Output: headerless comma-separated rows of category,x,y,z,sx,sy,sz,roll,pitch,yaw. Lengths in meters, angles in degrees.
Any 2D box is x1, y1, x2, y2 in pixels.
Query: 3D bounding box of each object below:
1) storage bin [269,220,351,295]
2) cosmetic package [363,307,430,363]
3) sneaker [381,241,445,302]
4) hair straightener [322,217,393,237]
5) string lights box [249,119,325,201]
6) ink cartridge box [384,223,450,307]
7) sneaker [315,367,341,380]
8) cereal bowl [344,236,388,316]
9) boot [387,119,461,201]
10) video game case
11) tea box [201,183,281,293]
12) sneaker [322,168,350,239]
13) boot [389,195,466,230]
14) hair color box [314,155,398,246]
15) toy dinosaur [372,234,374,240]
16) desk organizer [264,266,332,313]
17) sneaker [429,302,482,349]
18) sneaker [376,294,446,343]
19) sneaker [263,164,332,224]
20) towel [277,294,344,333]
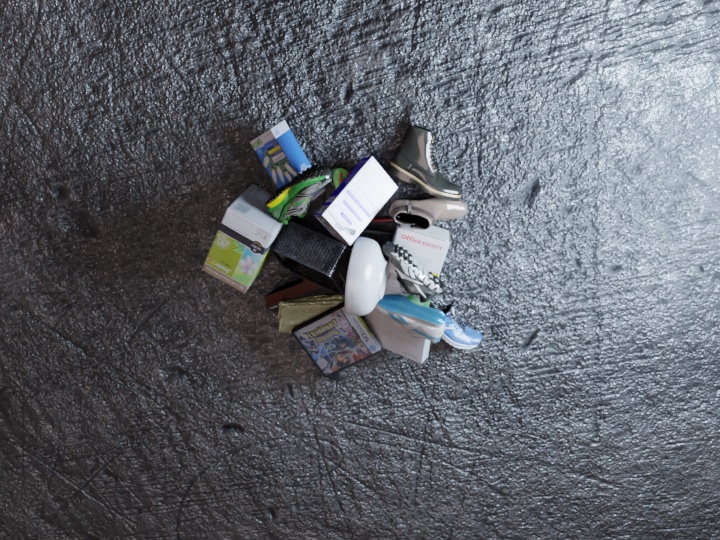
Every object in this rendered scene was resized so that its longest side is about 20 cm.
storage bin,-0.119,-0.032,1.417,0.197,0.095,0.136,24,164,22
cosmetic package,0.103,0.152,1.525,0.197,0.051,0.154,20,117,26
sneaker,0.119,0.013,1.391,0.199,0.067,0.091,39,112,-13
hair straightener,-0.007,-0.098,1.460,0.195,0.041,0.079,-1,96,10
string lights box,-0.184,-0.266,1.390,0.102,0.059,0.202,-12,115,47
ink cartridge box,0.143,-0.023,1.456,0.142,0.088,0.203,16,118,1
sneaker,-0.052,0.261,1.630,0.196,0.076,0.116,-6,120,11
cereal bowl,0.021,0.020,1.382,0.082,0.201,0.204,10,116,10
boot,0.180,-0.268,1.347,0.197,0.078,0.140,23,111,-3
video game case,-0.066,0.196,1.534,0.198,0.026,0.182,-27,112,18
tea box,-0.292,-0.086,1.432,0.132,0.201,0.199,28,115,-5
sneaker,-0.054,-0.163,1.426,0.083,0.076,0.205,7,102,48
boot,0.169,-0.140,1.364,0.195,0.147,0.072,4,114,7
hair color box,-0.010,-0.173,1.360,0.109,0.065,0.201,45,75,-22
toy dinosaur,0.000,0.000,1.505,0.199,0.061,0.106,-41,102,23
desk organizer,-0.172,0.048,1.531,0.197,0.078,0.072,-20,155,17
sneaker,0.253,0.150,1.523,0.197,0.079,0.090,24,119,-2
sneaker,0.124,0.126,1.420,0.197,0.076,0.082,22,130,25
sneaker,-0.141,-0.186,1.332,0.198,0.079,0.085,-29,114,31
towel,-0.135,0.126,1.542,0.196,0.037,0.150,-5,143,-12
